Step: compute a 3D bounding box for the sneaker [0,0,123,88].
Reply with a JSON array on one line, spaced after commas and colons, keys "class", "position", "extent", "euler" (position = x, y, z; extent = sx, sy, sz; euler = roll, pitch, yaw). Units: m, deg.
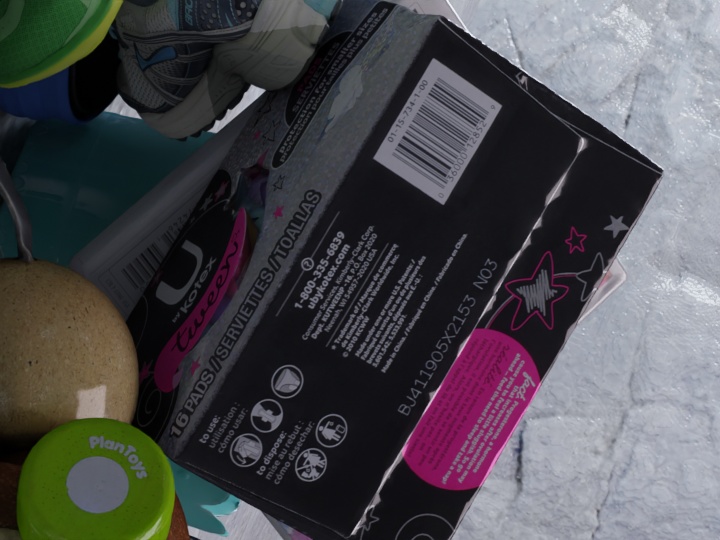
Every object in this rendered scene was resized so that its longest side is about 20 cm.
[{"class": "sneaker", "position": [-0.115, -0.154, 0.955], "extent": [0.200, 0.083, 0.074], "euler": [-56, -145, 39]}]

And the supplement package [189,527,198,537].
[{"class": "supplement package", "position": [-0.168, 0.192, 1.501], "extent": [0.200, 0.109, 0.114], "euler": [103, 10, -54]}]

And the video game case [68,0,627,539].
[{"class": "video game case", "position": [0.000, 0.000, 1.098], "extent": [0.200, 0.182, 0.024], "euler": [-42, -153, -11]}]

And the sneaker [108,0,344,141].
[{"class": "sneaker", "position": [-0.072, -0.117, 1.055], "extent": [0.078, 0.086, 0.200], "euler": [-62, -164, -19]}]

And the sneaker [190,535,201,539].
[{"class": "sneaker", "position": [-0.161, 0.159, 1.222], "extent": [0.085, 0.199, 0.077], "euler": [-97, 175, -76]}]

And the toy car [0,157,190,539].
[{"class": "toy car", "position": [-0.146, 0.050, 0.947], "extent": [0.164, 0.157, 0.201], "euler": [107, -20, -58]}]

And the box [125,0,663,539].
[{"class": "box", "position": [0.002, 0.004, 1.022], "extent": [0.200, 0.132, 0.115], "euler": [-60, -153, -2]}]

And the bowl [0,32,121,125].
[{"class": "bowl", "position": [-0.108, -0.159, 1.121], "extent": [0.201, 0.039, 0.201], "euler": [22, 90, -85]}]

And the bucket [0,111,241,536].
[{"class": "bucket", "position": [-0.105, 0.021, 1.203], "extent": [0.207, 0.134, 0.208], "euler": [14, 90, -89]}]
